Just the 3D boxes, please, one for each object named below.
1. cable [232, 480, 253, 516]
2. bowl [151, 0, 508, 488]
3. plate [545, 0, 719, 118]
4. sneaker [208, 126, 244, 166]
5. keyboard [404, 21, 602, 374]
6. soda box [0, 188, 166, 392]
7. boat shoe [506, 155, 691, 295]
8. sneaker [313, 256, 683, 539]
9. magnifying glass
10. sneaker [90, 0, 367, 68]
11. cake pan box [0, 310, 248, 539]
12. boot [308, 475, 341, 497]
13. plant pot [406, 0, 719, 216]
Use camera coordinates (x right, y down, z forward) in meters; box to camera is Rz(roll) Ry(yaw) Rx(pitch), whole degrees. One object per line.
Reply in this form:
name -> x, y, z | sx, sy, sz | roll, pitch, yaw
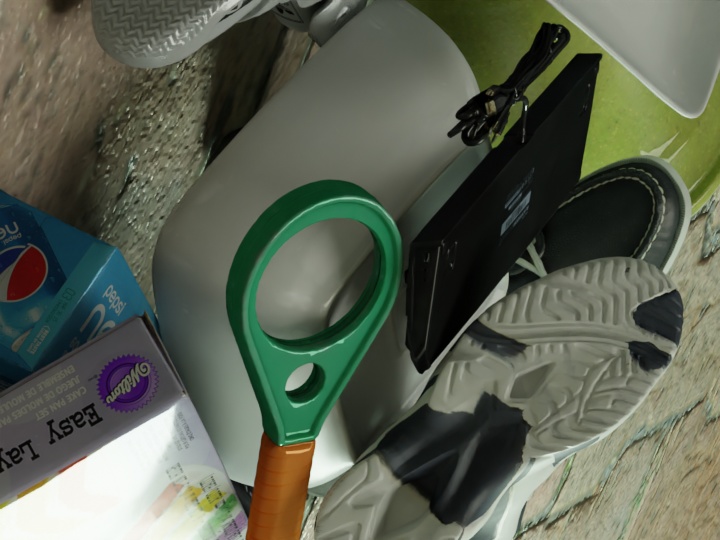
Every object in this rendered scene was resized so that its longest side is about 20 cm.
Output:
cable -> -0.104, 0.156, 1.314 | 0.163, 0.051, 0.201 | 20, 64, -44
bowl -> 0.000, 0.000, 1.206 | 0.200, 0.075, 0.200 | -47, 150, -27
plate -> 0.115, -0.201, 1.207 | 0.200, 0.032, 0.200 | 34, 66, -31
sneaker -> -0.023, -0.010, 1.328 | 0.074, 0.084, 0.200 | -48, 152, -24
keyboard -> 0.066, -0.049, 1.174 | 0.200, 0.021, 0.127 | -49, 152, -52
soda box -> -0.129, 0.045, 1.170 | 0.068, 0.064, 0.200 | -58, 159, -17
boat shoe -> 0.084, 0.017, 1.317 | 0.200, 0.076, 0.060 | -47, 161, 22
sneaker -> 0.063, 0.074, 1.190 | 0.199, 0.079, 0.130 | -49, 176, -4
magnifying glass -> -0.027, 0.054, 1.118 | 0.079, 0.022, 0.201 | -8, 124, -32
sneaker -> -0.046, -0.130, 1.144 | 0.200, 0.075, 0.115 | -53, 156, -35
cake pan box -> -0.145, 0.119, 1.127 | 0.184, 0.052, 0.200 | -28, 154, -7
boot -> 0.013, 0.073, 1.575 | 0.182, 0.072, 0.200 | -61, 153, -15
plant pot -> 0.091, -0.132, 1.360 | 0.201, 0.200, 0.184 | -55, 147, -23
